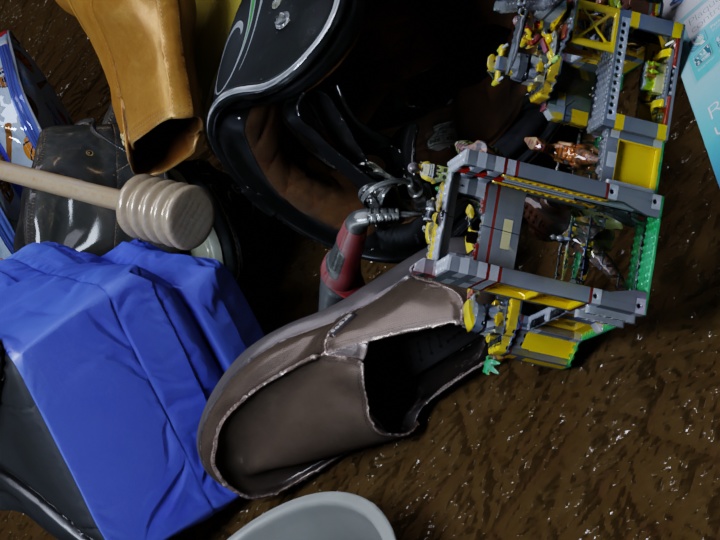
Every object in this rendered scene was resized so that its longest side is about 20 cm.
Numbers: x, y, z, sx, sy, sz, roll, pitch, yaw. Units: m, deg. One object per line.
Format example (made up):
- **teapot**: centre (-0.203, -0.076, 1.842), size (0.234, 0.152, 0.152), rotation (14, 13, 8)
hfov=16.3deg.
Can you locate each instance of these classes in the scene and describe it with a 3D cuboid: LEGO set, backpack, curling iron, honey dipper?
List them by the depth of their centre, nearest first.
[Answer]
- **LEGO set**: centre (0.072, -0.051, 1.203), size (0.154, 0.116, 0.200), rotation (176, 107, -76)
- **curling iron**: centre (0.000, 0.000, 1.338), size (0.200, 0.050, 0.026), rotation (116, 141, -64)
- **backpack**: centre (-0.152, 0.066, 1.431), size (0.168, 0.163, 0.200), rotation (-28, 18, -27)
- **honey dipper**: centre (-0.164, -0.045, 1.472), size (0.200, 0.038, 0.038), rotation (12, 64, 44)
- **backpack**: centre (-0.263, -0.057, 1.734), size (0.154, 0.200, 0.191), rotation (-26, 36, 14)

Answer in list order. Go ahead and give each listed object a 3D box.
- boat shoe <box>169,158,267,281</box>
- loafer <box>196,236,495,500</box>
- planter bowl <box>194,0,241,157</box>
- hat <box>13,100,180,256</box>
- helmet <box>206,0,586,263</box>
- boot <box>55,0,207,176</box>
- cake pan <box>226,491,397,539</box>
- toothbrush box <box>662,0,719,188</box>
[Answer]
- **boat shoe**: centre (-0.093, -0.032, 1.565), size (0.066, 0.075, 0.199), rotation (-7, 11, -16)
- **loafer**: centre (-0.006, 0.059, 1.309), size (0.200, 0.073, 0.071), rotation (-38, 28, 20)
- **planter bowl**: centre (-0.051, -0.169, 1.527), size (0.083, 0.200, 0.200), rotation (40, 89, 19)
- **hat**: centre (-0.173, -0.034, 1.558), size (0.201, 0.081, 0.201), rotation (-176, 90, -70)
- **helmet**: centre (0.025, -0.120, 1.375), size (0.200, 0.200, 0.191), rotation (-5, 47, 53)
- **boot**: centre (-0.138, -0.124, 1.482), size (0.201, 0.071, 0.144), rotation (148, 114, -73)
- **cake pan**: centre (-0.045, 0.200, 1.226), size (0.200, 0.037, 0.200), rotation (-36, 30, 25)
- **toothbrush box**: centre (0.229, -0.103, 1.161), size (0.146, 0.085, 0.200), rotation (-39, 28, 21)
